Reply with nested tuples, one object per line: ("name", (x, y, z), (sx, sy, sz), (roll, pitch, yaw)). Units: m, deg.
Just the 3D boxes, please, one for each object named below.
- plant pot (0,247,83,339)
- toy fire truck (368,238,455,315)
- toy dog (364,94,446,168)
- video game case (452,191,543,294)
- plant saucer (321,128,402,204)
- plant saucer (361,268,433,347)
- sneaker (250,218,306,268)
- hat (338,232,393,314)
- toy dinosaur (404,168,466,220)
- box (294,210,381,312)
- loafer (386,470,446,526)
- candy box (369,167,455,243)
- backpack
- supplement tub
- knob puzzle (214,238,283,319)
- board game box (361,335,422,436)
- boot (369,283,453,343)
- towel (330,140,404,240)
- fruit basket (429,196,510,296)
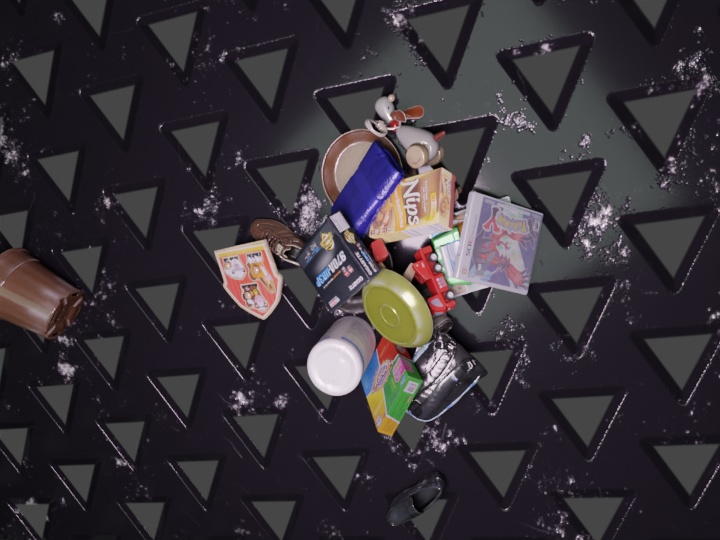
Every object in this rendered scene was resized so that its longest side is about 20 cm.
("plant pot", (-0.890, 0.075, 1.420), (0.195, 0.201, 0.203), (28, 106, -3))
("toy fire truck", (0.112, 0.015, 1.150), (0.138, 0.049, 0.204), (-20, 79, -14))
("toy dog", (0.116, -0.318, 1.148), (0.199, 0.133, 0.096), (39, 129, -7))
("video game case", (0.301, -0.056, 1.128), (0.196, 0.023, 0.187), (12, 90, -24))
("plant saucer", (0.005, -0.227, 1.227), (0.195, 0.037, 0.206), (2, 101, 12))
("plant saucer", (0.071, 0.092, 1.144), (0.198, 0.031, 0.203), (30, 139, 29))
("sneaker", (-0.193, -0.069, 1.282), (0.196, 0.076, 0.072), (26, 105, 6))
("hat", (0.000, 0.000, 1.251), (0.196, 0.081, 0.206), (5, 104, 21))
("toy dinosaur", (0.160, -0.145, 1.153), (0.133, 0.203, 0.086), (-21, 136, 19))
("box", (-0.055, -0.015, 1.153), (0.161, 0.046, 0.200), (55, 143, 5))
("loafer", (0.139, 0.595, 1.337), (0.068, 0.070, 0.200), (46, 107, 1))
("candy box", (0.108, -0.134, 1.106), (0.197, 0.055, 0.119), (-9, 71, 47))
("backpack", (0.174, 0.261, 1.238), (0.162, 0.154, 0.201), (38, 84, 1))
("supplement tub", (-0.040, 0.197, 1.234), (0.128, 0.200, 0.136), (2, 101, 13))
("knob puzzle", (-0.280, 0.034, 1.319), (0.215, 0.030, 0.225), (11, 116, 23))
("board game box", (0.068, 0.258, 1.224), (0.040, 0.201, 0.156), (21, 107, -20))
("boot", (0.112, 0.120, 1.215), (0.197, 0.067, 0.133), (-30, 50, 20))
("towel", (0.014, -0.169, 1.152), (0.049, 0.149, 0.201), (20, 119, -34))
("fruit basket", (0.264, -0.048, 1.174), (0.195, 0.094, 0.190), (-15, 98, 11))
